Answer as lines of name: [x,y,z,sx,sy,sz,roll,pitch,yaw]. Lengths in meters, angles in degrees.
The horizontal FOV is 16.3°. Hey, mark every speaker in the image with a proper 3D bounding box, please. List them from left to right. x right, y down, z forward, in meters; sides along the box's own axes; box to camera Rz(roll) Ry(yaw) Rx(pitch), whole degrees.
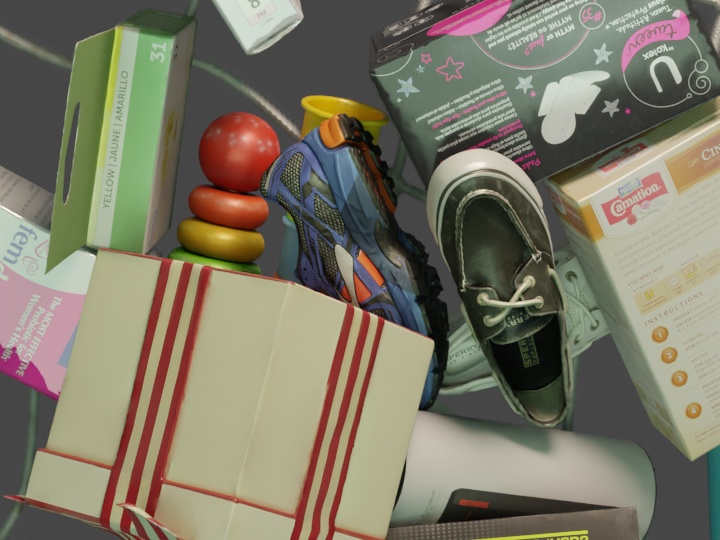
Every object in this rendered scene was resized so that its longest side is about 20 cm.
speaker: [0.090,0.138,1.630,0.199,0.081,0.082,10,104,-30]

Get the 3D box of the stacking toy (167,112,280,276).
stacking toy: [-0.093,-0.004,1.652,0.085,0.085,0.201,14,98,-1]

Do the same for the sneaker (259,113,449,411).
sneaker: [0.000,0.000,1.605,0.078,0.075,0.201,-20,101,17]

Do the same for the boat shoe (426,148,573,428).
boat shoe: [0.096,0.013,1.552,0.070,0.064,0.201,-20,129,4]

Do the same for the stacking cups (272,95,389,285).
stacking cups: [-0.027,-0.012,1.662,0.060,0.061,0.201,10,107,0]

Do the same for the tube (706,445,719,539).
tube: [0.268,0.200,1.700,0.077,0.050,0.201,-5,107,11]

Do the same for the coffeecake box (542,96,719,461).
coffeecake box: [0.227,-0.007,1.602,0.153,0.073,0.201,-29,113,-6]

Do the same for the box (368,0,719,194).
box: [0.117,-0.131,1.587,0.199,0.132,0.115,-24,104,7]

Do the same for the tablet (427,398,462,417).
tablet: [0.001,0.127,1.668,0.200,0.014,0.130,36,104,-28]

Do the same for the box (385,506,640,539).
box: [0.087,0.206,1.633,0.192,0.200,0.048,-7,69,3]

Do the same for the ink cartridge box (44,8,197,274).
ink cartridge box: [-0.147,-0.081,1.572,0.048,0.200,0.147,9,102,2]

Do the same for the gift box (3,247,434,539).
gift box: [-0.092,0.099,1.509,0.184,0.199,0.188,8,82,42]

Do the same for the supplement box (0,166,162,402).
supplement box: [-0.242,-0.006,1.643,0.199,0.103,0.102,27,101,-6]

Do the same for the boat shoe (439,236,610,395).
boat shoe: [0.128,0.030,1.653,0.199,0.069,0.071,-32,100,8]

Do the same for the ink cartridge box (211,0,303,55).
ink cartridge box: [-0.104,-0.233,1.559,0.057,0.163,0.200,-35,99,4]
